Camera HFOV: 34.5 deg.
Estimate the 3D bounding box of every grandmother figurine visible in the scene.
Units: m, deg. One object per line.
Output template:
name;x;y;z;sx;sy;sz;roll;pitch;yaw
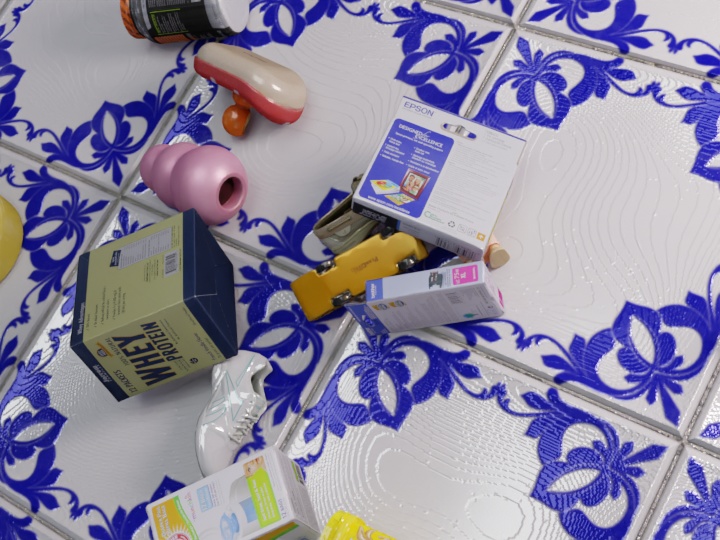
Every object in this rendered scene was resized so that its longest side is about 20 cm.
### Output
grandmother figurine;0.134;-0.082;1.675;0.120;0.061;0.201;-14;54;-17

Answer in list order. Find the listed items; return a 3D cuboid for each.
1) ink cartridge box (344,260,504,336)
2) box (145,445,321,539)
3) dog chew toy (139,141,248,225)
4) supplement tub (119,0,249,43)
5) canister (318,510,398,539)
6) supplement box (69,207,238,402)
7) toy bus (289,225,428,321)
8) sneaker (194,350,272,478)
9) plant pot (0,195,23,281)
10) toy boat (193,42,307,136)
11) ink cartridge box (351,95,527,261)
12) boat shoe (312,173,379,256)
ink cartridge box;0.088;0.040;1.594;0.199;0.119;0.042;-12;63;15
box;-0.171;0.338;1.561;0.199;0.101;0.113;-26;59;8
dog chew toy;-0.272;-0.146;1.826;0.199;0.125;0.125;20;74;36
supplement tub;-0.302;-0.454;1.980;0.199;0.123;0.123;-2;65;19
canister;0.032;0.411;1.458;0.199;0.087;0.149;19;74;26
supplement box;-0.300;0.049;1.700;0.199;0.135;0.201;-21;41;10
toy bus;0.000;0.000;1.662;0.199;0.078;0.065;-29;84;8
sneaker;-0.181;0.204;1.649;0.080;0.070;0.202;3;66;19
plant pot;-0.694;-0.075;1.910;0.199;0.189;0.202;-8;64;17
toy boat;-0.184;-0.279;1.868;0.199;0.130;0.132;29;109;30
ink cartridge box;0.113;-0.132;1.639;0.196;0.047;0.201;22;58;8
boat shoe;0.015;-0.109;1.701;0.200;0.065;0.072;-43;26;11
